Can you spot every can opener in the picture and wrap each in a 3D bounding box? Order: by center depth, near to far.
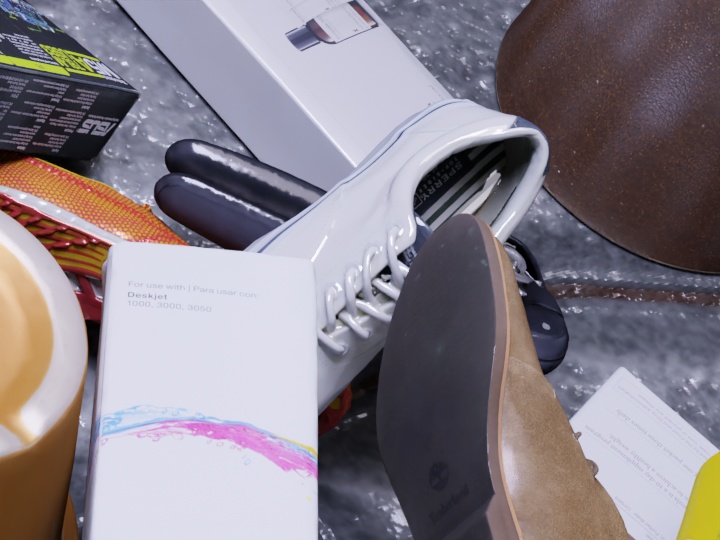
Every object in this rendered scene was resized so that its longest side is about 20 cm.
[{"bbox_3d":[0.001,-0.001,1.238,0.200,0.079,0.063,25,26,-16],"label":"can opener"}]

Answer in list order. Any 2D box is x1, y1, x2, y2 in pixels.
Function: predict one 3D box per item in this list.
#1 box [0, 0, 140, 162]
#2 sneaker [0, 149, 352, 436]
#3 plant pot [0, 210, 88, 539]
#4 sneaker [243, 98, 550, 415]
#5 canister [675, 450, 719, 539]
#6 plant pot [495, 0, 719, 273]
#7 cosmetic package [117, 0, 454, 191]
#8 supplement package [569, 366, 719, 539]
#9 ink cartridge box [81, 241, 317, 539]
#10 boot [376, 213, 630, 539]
[{"bbox_3d":[-0.208,-0.123,1.192,0.193,0.048,0.200,42,10,13],"label":"box"},{"bbox_3d":[-0.087,0.003,1.216,0.200,0.073,0.077,33,27,-7],"label":"sneaker"},{"bbox_3d":[-0.185,0.069,1.032,0.200,0.183,0.200,14,49,-16],"label":"plant pot"},{"bbox_3d":[0.000,0.000,1.160,0.073,0.071,0.200,47,69,-20],"label":"sneaker"},{"bbox_3d":[0.164,0.170,1.038,0.148,0.087,0.200,42,40,-14],"label":"canister"},{"bbox_3d":[0.190,-0.131,1.371,0.187,0.200,0.187,14,49,-16],"label":"plant pot"},{"bbox_3d":[-0.020,-0.088,1.334,0.082,0.051,0.200,-30,70,-39],"label":"cosmetic package"},{"bbox_3d":[0.074,0.154,1.140,0.109,0.114,0.200,41,47,8],"label":"supplement package"},{"bbox_3d":[-0.061,0.109,1.032,0.084,0.145,0.200,3,43,-6],"label":"ink cartridge box"},{"bbox_3d":[0.057,0.073,1.085,0.075,0.074,0.200,14,55,-32],"label":"boot"}]
